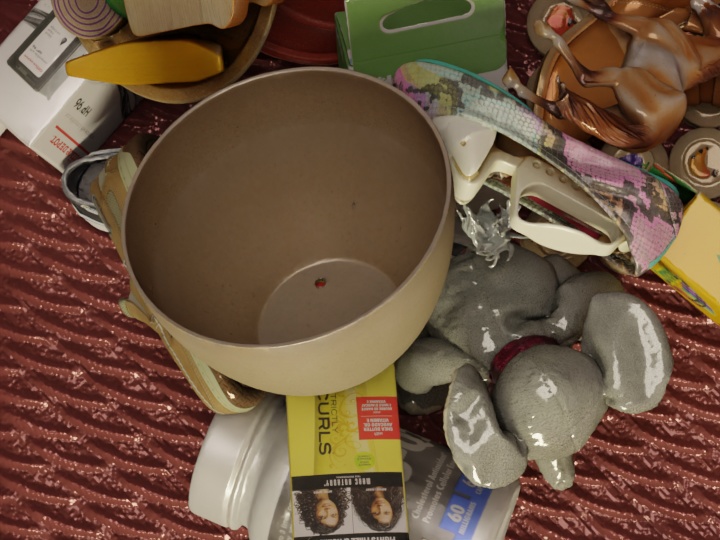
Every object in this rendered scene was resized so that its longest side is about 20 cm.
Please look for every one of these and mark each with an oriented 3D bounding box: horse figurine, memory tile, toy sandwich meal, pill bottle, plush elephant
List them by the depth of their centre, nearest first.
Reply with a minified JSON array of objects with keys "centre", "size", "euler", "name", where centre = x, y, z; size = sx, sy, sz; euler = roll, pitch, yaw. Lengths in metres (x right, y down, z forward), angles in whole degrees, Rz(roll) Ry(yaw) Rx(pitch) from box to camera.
[{"centre":[-0.129,-0.194,1.354],"size":[0.204,0.070,0.207],"euler":[10,108,33],"name":"toy sandwich meal"},{"centre":[0.166,-0.127,1.356],"size":[0.132,0.200,0.050],"euler":[31,129,-2],"name":"horse figurine"},{"centre":[0.108,0.066,1.374],"size":[0.163,0.200,0.156],"euler":[-19,60,-3],"name":"plush elephant"},{"centre":[-0.005,0.151,1.426],"size":[0.198,0.114,0.115],"euler":[21,85,9],"name":"pill bottle"},{"centre":[0.187,-0.097,1.490],"size":[0.152,0.017,0.202],"euler":[1,81,7],"name":"memory tile"}]

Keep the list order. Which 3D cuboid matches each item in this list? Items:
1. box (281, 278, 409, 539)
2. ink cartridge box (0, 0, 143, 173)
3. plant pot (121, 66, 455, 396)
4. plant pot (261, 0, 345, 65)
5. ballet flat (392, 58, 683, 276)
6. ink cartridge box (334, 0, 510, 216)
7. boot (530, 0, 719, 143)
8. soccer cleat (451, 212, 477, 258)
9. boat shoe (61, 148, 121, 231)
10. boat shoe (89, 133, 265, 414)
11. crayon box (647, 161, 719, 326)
[{"centre":[-0.011,0.099,1.361],"size":[0.074,0.050,0.201],"euler":[-1,54,-2],"name":"box"},{"centre":[-0.196,-0.136,1.491],"size":[0.068,0.116,0.200],"euler":[41,89,12],"name":"ink cartridge box"},{"centre":[-0.031,-0.002,1.314],"size":[0.198,0.135,0.202],"euler":[-7,54,10],"name":"plant pot"},{"centre":[0.001,-0.256,1.393],"size":[0.199,0.195,0.203],"euler":[6,77,-25],"name":"plant pot"},{"centre":[0.098,-0.059,1.309],"size":[0.199,0.069,0.071],"euler":[29,60,7],"name":"ballet flat"},{"centre":[0.040,-0.121,1.395],"size":[0.103,0.201,0.060],"euler":[-10,46,-4],"name":"ink cartridge box"},{"centre":[0.198,-0.127,1.456],"size":[0.154,0.077,0.202],"euler":[16,77,4],"name":"boot"},{"centre":[0.000,0.000,1.476],"size":[0.198,0.069,0.086],"euler":[-20,71,0],"name":"soccer cleat"},{"centre":[-0.107,-0.053,1.492],"size":[0.198,0.068,0.072],"euler":[8,82,8],"name":"boat shoe"},{"centre":[-0.123,0.013,1.427],"size":[0.076,0.071,0.201],"euler":[-35,65,27],"name":"boat shoe"},{"centre":[0.249,0.014,1.399],"size":[0.200,0.127,0.051],"euler":[40,91,5],"name":"crayon box"}]
